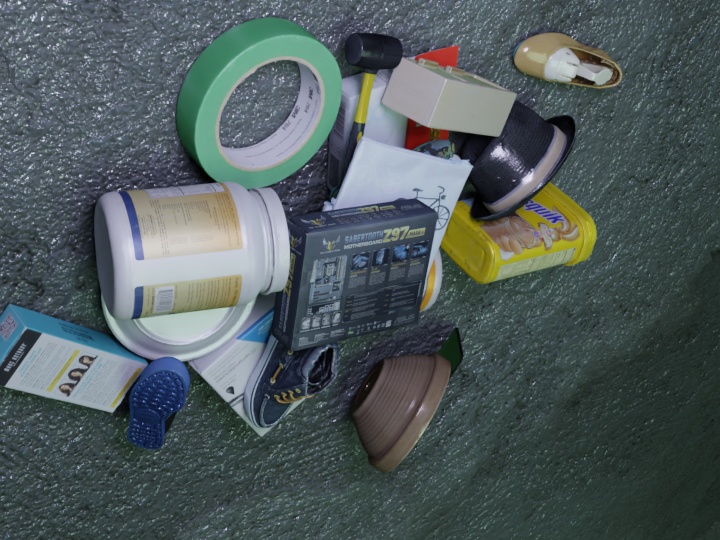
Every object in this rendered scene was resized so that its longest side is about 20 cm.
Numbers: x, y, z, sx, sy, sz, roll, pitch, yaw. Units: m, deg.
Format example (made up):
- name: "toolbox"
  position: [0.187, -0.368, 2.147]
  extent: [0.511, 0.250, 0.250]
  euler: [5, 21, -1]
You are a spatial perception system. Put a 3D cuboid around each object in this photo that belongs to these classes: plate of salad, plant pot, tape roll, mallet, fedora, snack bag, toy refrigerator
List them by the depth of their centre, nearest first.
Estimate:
- name: "tape roll"
  position: [-0.115, -0.191, 1.360]
  extent: [0.200, 0.048, 0.201]
  euler: [-26, 139, -24]
- name: "mallet"
  position: [-0.007, -0.186, 1.400]
  extent: [0.066, 0.041, 0.201]
  euler: [8, 106, -37]
- name: "plate of salad"
  position: [-0.222, 0.018, 1.445]
  extent: [0.199, 0.048, 0.201]
  euler: [-9, 114, -21]
- name: "snack bag"
  position: [0.032, -0.065, 1.462]
  extent: [0.188, 0.021, 0.201]
  euler: [9, 111, -35]
- name: "toy refrigerator"
  position: [0.117, -0.221, 1.490]
  extent: [0.200, 0.076, 0.070]
  euler: [-4, 120, -57]
- name: "fedora"
  position: [0.205, -0.166, 1.627]
  extent: [0.201, 0.201, 0.092]
  euler: [-46, 110, 1]
- name: "plant pot"
  position: [0.048, 0.203, 1.808]
  extent: [0.092, 0.201, 0.201]
  euler: [31, 105, -8]

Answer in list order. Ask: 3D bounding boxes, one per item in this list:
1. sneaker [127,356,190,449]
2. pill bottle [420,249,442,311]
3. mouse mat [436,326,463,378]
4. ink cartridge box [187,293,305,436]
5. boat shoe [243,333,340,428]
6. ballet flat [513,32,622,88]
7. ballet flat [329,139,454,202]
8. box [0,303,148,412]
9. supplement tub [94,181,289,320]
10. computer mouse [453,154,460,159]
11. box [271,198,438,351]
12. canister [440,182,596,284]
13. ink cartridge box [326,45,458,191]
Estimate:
- name: "sneaker"
  position: [-0.255, 0.150, 1.485]
  extent: [0.070, 0.078, 0.200]
  euler: [18, 142, -11]
- name: "pill bottle"
  position: [0.000, 0.000, 1.571]
  extent: [0.199, 0.117, 0.117]
  euler: [0, 126, -26]
- name: "mouse mat"
  position: [0.104, 0.191, 1.865]
  extent: [0.008, 0.161, 0.201]
  euler: [31, 104, -7]
- name: "ink cartridge box"
  position: [-0.140, 0.115, 1.591]
  extent: [0.146, 0.086, 0.200]
  euler: [-41, 141, -6]
- name: "boat shoe"
  position: [-0.090, 0.147, 1.519]
  extent: [0.071, 0.091, 0.201]
  euler: [-8, 130, -38]
- name: "ballet flat"
  position: [0.299, -0.292, 1.648]
  extent: [0.199, 0.063, 0.069]
  euler: [-3, 126, -41]
- name: "ballet flat"
  position: [0.056, -0.106, 1.512]
  extent: [0.199, 0.074, 0.074]
  euler: [-28, 140, -22]
- name: "box"
  position: [-0.356, 0.109, 1.406]
  extent: [0.082, 0.049, 0.200]
  euler: [-53, 143, 8]
- name: "supplement tub"
  position: [-0.192, -0.025, 1.330]
  extent: [0.199, 0.145, 0.145]
  euler: [-6, 130, -21]
- name: "computer mouse"
  position: [0.087, -0.091, 1.652]
  extent: [0.109, 0.044, 0.201]
  euler: [-7, 134, -33]
- name: "box"
  position: [-0.006, 0.003, 1.417]
  extent: [0.199, 0.051, 0.159]
  euler: [-12, 123, -36]
- name: "canister"
  position: [0.226, -0.057, 1.729]
  extent: [0.199, 0.149, 0.087]
  euler: [-13, 133, -33]
- name: "ink cartridge box"
  position: [0.051, -0.191, 1.518]
  extent: [0.199, 0.047, 0.161]
  euler: [-21, 136, -26]
